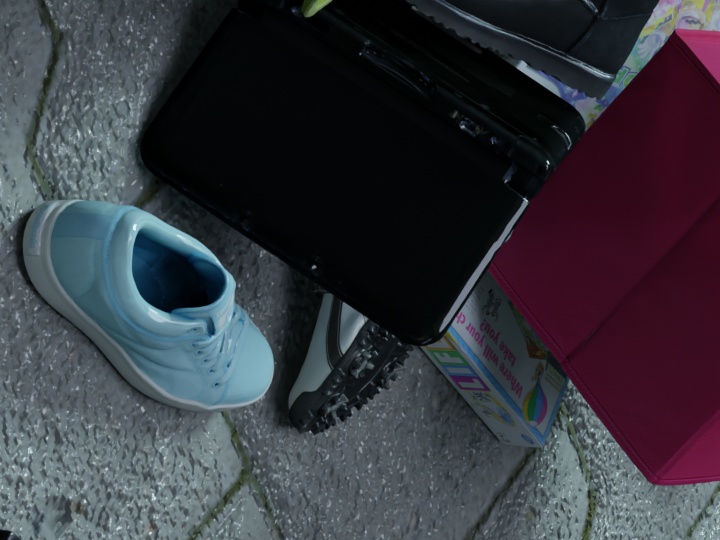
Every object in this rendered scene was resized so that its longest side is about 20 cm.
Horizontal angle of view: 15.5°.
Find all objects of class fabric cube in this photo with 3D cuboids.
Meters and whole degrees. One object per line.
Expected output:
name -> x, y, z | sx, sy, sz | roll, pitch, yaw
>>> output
fabric cube -> 0.236, -0.009, 1.644 | 0.196, 0.199, 0.200 | -1, 48, -54

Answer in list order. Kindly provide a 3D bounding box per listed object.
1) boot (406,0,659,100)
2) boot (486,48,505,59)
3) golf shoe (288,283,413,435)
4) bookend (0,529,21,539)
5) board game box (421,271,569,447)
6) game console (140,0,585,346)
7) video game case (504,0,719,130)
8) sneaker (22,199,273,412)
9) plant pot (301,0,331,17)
boot -> 0.126, -0.214, 1.485 | 0.164, 0.066, 0.200 | 22, 114, -28
boot -> 0.080, -0.237, 1.566 | 0.200, 0.144, 0.072 | -52, -178, 6
golf shoe -> 0.000, 0.000, 1.569 | 0.200, 0.094, 0.078 | -59, 160, 1
bookend -> -0.189, 0.260, 1.308 | 0.199, 0.092, 0.201 | 49, 56, -40
board game box -> 0.083, 0.004, 1.699 | 0.200, 0.034, 0.135 | 50, 53, -42
game console -> 0.005, -0.077, 1.499 | 0.117, 0.200, 0.176 | -58, 176, 23
video game case -> 0.180, -0.165, 1.643 | 0.143, 0.018, 0.200 | 25, 106, -45
sneaker -> -0.095, 0.026, 1.426 | 0.200, 0.082, 0.074 | 36, 65, -48
plant pot -> -0.023, -0.272, 1.406 | 0.190, 0.200, 0.200 | 46, 48, 0
